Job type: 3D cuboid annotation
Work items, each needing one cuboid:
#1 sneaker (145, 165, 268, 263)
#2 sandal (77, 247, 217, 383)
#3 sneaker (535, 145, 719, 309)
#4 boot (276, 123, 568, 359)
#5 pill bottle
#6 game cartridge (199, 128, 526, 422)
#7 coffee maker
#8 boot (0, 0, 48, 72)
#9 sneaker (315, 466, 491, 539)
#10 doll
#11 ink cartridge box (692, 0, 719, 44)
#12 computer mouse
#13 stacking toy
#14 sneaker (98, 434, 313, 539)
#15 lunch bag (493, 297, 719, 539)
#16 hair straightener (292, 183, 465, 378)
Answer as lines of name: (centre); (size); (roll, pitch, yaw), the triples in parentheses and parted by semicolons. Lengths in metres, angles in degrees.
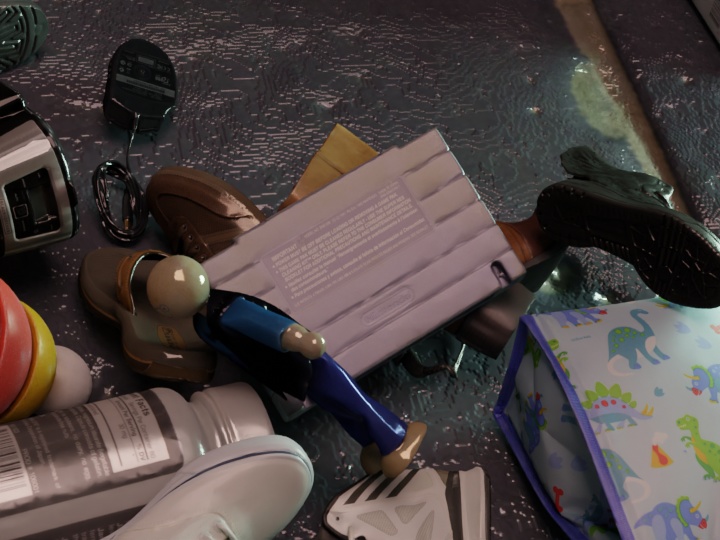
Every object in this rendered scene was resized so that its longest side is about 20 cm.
sneaker: (-0.095, -0.001, 1.122); (0.199, 0.071, 0.075); (37, 52, 18)
sandal: (-0.143, 0.018, 1.065); (0.081, 0.055, 0.200); (6, 18, -19)
sneaker: (0.208, -0.036, 1.126); (0.199, 0.061, 0.104); (27, 28, 35)
boot: (0.056, -0.043, 1.178); (0.199, 0.069, 0.189); (34, 52, 6)
pill bottle: (-0.155, 0.137, 0.963); (0.198, 0.114, 0.114); (-11, 53, -22)
game cartridge: (0.000, 0.000, 1.081); (0.199, 0.038, 0.130); (-30, 77, -11)
coffee maker: (-0.323, -0.057, 1.077); (0.199, 0.135, 0.192); (-27, 59, -31)
boot: (-0.373, -0.235, 1.269); (0.164, 0.066, 0.200); (-22, 54, -30)
sneaker: (0.025, 0.208, 0.983); (0.114, 0.076, 0.201); (3, 41, 1)
doll: (-0.049, 0.055, 0.979); (0.200, 0.136, 0.049); (38, 75, -13)
ink cartridge box: (0.362, -0.306, 1.434); (0.084, 0.146, 0.201); (-8, 53, -20)
computer mouse: (-0.181, -0.102, 1.221); (0.058, 0.034, 0.201); (18, 52, -20)
stacking toy: (-0.244, 0.059, 0.986); (0.145, 0.200, 0.147); (-12, 66, 28)
sneaker: (-0.106, 0.171, 0.892); (0.199, 0.073, 0.071); (-34, 29, -11)
lunch bag: (0.208, 0.123, 1.050); (0.169, 0.128, 0.201); (-9, 43, -20)
hair straightener: (0.025, 0.002, 1.167); (0.076, 0.041, 0.201); (-20, 57, -26)
